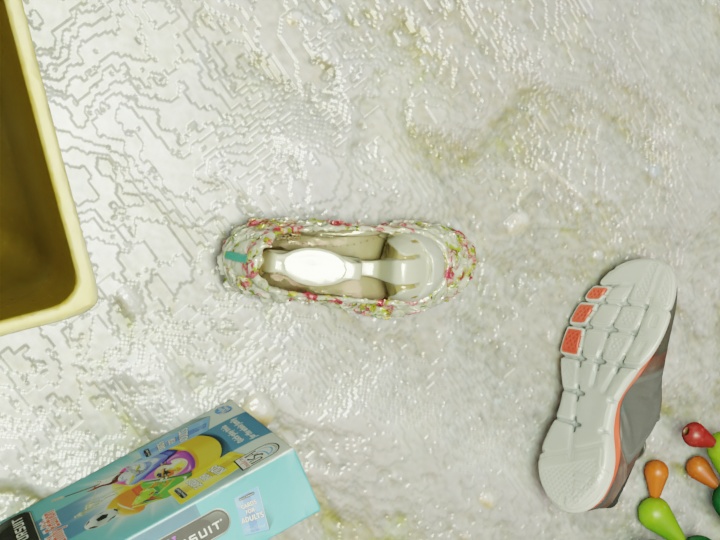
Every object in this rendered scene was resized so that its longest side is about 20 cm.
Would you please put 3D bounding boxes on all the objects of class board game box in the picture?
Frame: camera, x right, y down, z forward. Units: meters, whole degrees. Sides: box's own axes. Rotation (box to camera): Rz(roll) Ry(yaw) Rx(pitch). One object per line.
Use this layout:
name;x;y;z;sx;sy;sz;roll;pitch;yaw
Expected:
board game box;-0.141;0.160;0.821;0.199;0.151;0.047;-27;104;-16

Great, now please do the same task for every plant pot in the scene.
plant pot;-0.275;-0.059;0.719;0.194;0.200;0.196;-16;102;-17

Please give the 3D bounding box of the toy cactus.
toy cactus;0.292;0.226;1.034;0.164;0.102;0.202;10;84;-31

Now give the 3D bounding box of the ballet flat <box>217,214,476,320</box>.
ballet flat;0.000;0.000;0.903;0.198;0.064;0.076;-1;96;-21

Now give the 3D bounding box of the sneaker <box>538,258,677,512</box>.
sneaker;0.197;0.090;0.998;0.082;0.077;0.202;23;88;-48
